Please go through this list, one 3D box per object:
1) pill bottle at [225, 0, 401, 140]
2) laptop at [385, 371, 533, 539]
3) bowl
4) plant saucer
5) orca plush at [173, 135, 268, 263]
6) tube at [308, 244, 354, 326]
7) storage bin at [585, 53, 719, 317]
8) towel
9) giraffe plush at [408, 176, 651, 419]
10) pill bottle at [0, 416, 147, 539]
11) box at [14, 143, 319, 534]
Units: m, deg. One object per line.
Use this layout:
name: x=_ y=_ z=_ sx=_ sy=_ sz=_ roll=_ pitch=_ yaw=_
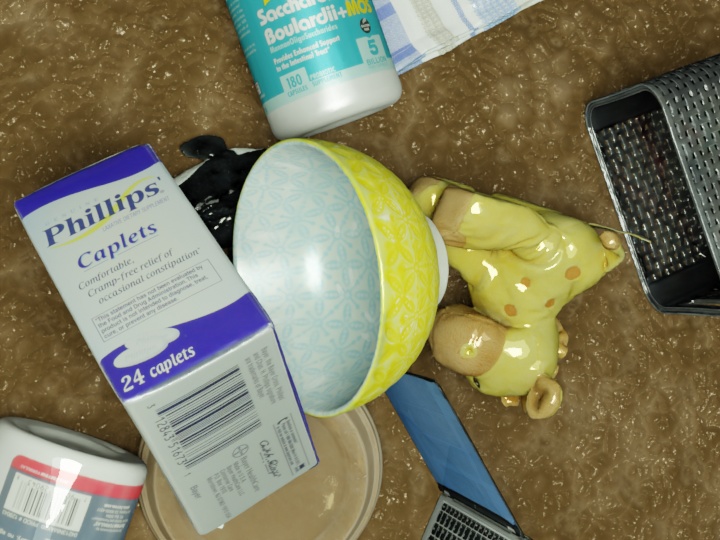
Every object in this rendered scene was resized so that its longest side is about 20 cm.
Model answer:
pill bottle: x=-0.048 y=-0.211 z=0.882 sx=0.111 sy=0.111 sz=0.201 roll=-21 pitch=94 yaw=-14
laptop: x=0.039 y=0.191 z=0.861 sx=0.116 sy=0.187 sz=0.200 roll=26 pitch=83 yaw=-12
bowl: x=0.000 y=0.000 z=0.826 sx=0.107 sy=0.200 sz=0.201 roll=-8 pitch=91 yaw=-34
plant saucer: x=-0.079 y=0.164 z=0.893 sx=0.199 sy=0.029 sz=0.201 roll=-1 pitch=101 yaw=-7
orca plush: x=-0.131 y=-0.056 z=0.879 sx=0.199 sy=0.071 sz=0.106 roll=-4 pitch=90 yaw=-14
tube: x=-0.037 y=0.078 z=0.919 sx=0.077 sy=0.050 sz=0.201 roll=17 pitch=89 yaw=-3
storage bin: x=0.286 y=-0.071 z=0.952 sx=0.094 sy=0.135 sz=0.201 roll=-22 pitch=95 yaw=-13
towel: x=0.068 y=-0.266 z=0.958 sx=0.200 sy=0.024 sz=0.147 roll=-30 pitch=96 yaw=-13
giraffe plush: x=0.115 y=0.025 z=0.903 sx=0.199 sy=0.173 sz=0.163 roll=16 pitch=97 yaw=3
pill bottle: x=-0.244 y=0.220 z=0.823 sx=0.119 sy=0.120 sz=0.201 roll=21 pitch=85 yaw=-13
box: x=-0.131 y=0.046 z=0.780 sx=0.105 sy=0.184 sz=0.200 roll=-29 pitch=54 yaw=-14
